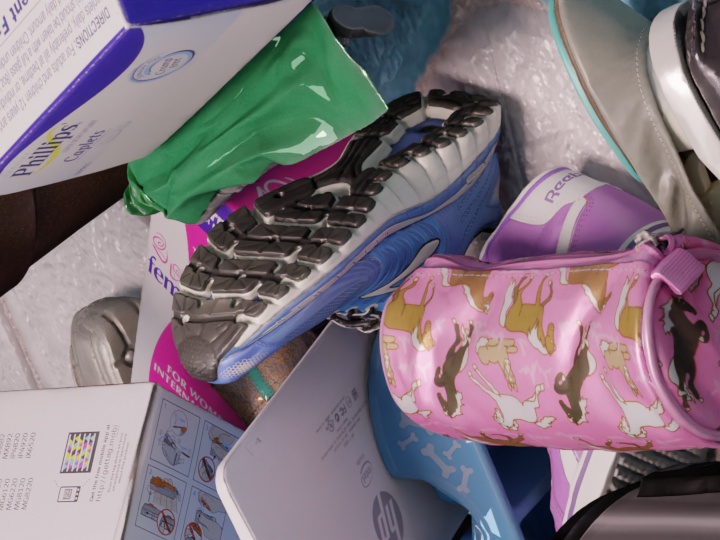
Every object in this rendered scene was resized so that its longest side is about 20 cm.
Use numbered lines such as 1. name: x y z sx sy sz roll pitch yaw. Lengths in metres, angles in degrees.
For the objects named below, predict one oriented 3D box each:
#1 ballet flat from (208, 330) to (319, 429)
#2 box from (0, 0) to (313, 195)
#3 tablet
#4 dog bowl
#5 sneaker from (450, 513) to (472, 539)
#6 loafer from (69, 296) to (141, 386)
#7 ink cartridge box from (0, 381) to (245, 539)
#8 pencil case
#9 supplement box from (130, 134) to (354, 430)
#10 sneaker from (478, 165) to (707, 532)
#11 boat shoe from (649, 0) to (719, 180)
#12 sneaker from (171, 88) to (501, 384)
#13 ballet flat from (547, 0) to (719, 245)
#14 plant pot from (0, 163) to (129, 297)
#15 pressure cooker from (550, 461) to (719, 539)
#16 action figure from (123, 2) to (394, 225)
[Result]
1. ballet flat: -0.006 0.077 1.435 0.068 0.200 0.067 -46 56 14
2. box: -0.129 -0.162 1.273 0.184 0.104 0.201 -37 71 54
3. tablet: -0.001 0.098 1.359 0.014 0.200 0.131 -14 110 29
4. dog bowl: 0.073 0.102 1.408 0.049 0.111 0.201 -12 107 36
5. sneaker: 0.072 0.208 1.495 0.098 0.071 0.201 -19 118 44
6. loafer: -0.115 0.110 1.707 0.070 0.070 0.201 -1 108 59
7. ink cartridge box: -0.105 0.127 1.413 0.175 0.084 0.200 -5 155 38
8. pencil case: 0.088 0.031 1.241 0.082 0.087 0.200 22 165 -30
9. supplement box: -0.042 0.012 1.490 0.101 0.103 0.201 43 143 27
10. sneaker: 0.101 0.045 1.362 0.114 0.072 0.202 34 131 39
11. boat shoe: 0.191 -0.030 1.174 0.060 0.074 0.201 -24 102 38
12. sneaker: 0.000 0.000 1.332 0.078 0.200 0.090 15 130 45
13. ballet flat: 0.148 -0.042 1.241 0.063 0.067 0.201 -21 101 29
14. plant pot: -0.183 -0.091 1.504 0.200 0.198 0.201 34 140 34
15. pressure cooker: 0.160 0.174 1.281 0.199 0.178 0.177 -5 115 54
16. action figure: -0.058 -0.077 1.339 0.200 0.054 0.119 -41 70 48
